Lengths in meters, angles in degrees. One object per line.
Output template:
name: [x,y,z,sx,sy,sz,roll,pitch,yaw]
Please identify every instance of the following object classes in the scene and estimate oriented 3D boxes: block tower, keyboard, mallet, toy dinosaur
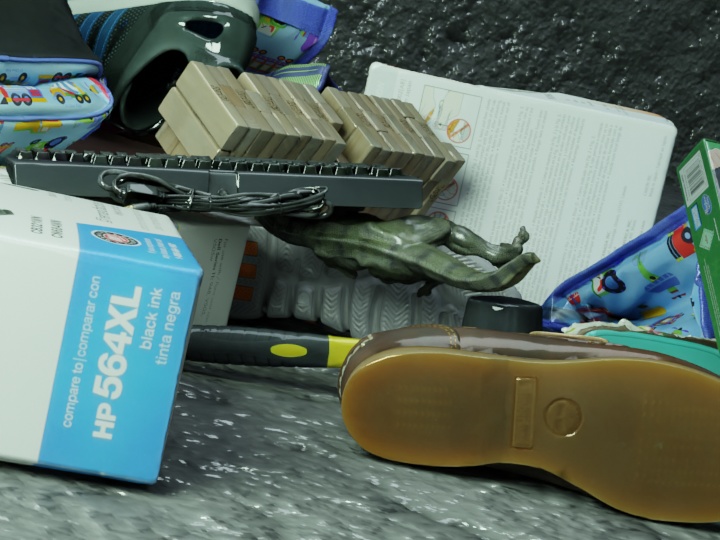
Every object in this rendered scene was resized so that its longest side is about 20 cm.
block tower: [-0.028,-0.070,1.033,0.199,0.054,0.058,6,41,-50]
keyboard: [-0.067,-0.044,0.869,0.199,0.021,0.127,1,13,-16]
mallet: [-0.009,0.049,0.875,0.199,0.066,0.041,-3,5,-8]
toy dinosaur: [0.031,-0.009,0.911,0.199,0.048,0.088,13,1,42]

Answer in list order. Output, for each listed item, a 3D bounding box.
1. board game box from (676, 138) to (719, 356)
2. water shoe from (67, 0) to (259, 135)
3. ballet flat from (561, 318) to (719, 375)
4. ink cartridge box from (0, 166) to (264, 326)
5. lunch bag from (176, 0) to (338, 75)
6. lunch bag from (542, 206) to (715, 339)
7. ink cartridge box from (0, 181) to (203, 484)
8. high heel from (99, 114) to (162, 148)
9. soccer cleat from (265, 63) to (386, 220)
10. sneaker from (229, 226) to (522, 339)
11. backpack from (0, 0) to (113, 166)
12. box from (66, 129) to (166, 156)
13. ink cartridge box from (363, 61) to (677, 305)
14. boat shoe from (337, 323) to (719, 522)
board game box: [0.237,0.034,0.902,0.134,0.201,0.029,11,-36,-24]
water shoe: [-0.152,-0.122,1.111,0.199,0.079,0.071,-15,-32,33]
ballet flat: [0.180,0.070,0.917,0.199,0.076,0.064,17,-27,-11]
ink cartridge box: [-0.138,-0.007,0.913,0.117,0.068,0.200,18,10,28]
lunch bag: [-0.123,-0.159,1.198,0.150,0.095,0.200,17,-16,-32]
lunch bag: [0.208,0.029,1.062,0.150,0.095,0.200,12,-13,-22]
ink cartridge box: [-0.171,0.008,0.685,0.199,0.085,0.146,12,8,-14]
high heel: [-0.119,-0.060,1.128,0.096,0.068,0.200,-28,29,-29]
soccer cleat: [0.001,-0.051,1.171,0.083,0.065,0.200,-18,-54,31]
sneaker: [0.000,0.000,1.060,0.199,0.078,0.112,14,9,7]
backpack: [-0.256,-0.084,0.960,0.200,0.135,0.182,-34,-14,29]
box: [-0.201,-0.053,1.100,0.199,0.075,0.100,19,15,28]
ink cartridge box: [0.086,-0.037,1.159,0.199,0.163,0.050,12,13,-3]
boat shoe: [0.089,0.059,0.802,0.199,0.071,0.070,13,12,-1]
